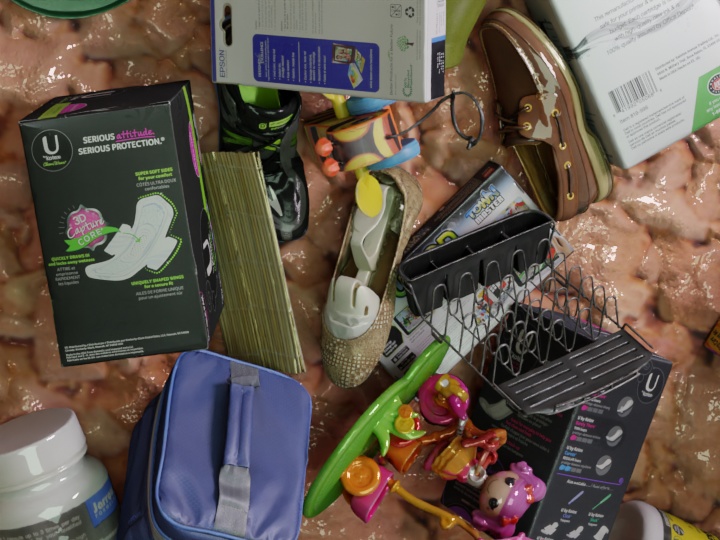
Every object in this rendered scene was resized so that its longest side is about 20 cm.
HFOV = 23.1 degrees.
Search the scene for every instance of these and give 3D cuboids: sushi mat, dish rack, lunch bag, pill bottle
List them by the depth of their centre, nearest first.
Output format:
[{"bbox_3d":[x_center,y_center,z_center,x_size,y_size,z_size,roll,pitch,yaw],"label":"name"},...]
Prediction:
[{"bbox_3d":[-0.116,0.164,1.476,0.135,0.201,0.132,17,140,-19],"label":"lunch bag"},{"bbox_3d":[0.142,0.038,1.482,0.153,0.200,0.055,-23,132,-21],"label":"dish rack"},{"bbox_3d":[-0.255,0.226,1.497,0.113,0.114,0.201,-20,106,-10],"label":"pill bottle"},{"bbox_3d":[-0.100,-0.007,1.508,0.012,0.095,0.201,-25,109,-41],"label":"sushi mat"},{"bbox_3d":[0.317,0.304,1.665,0.200,0.112,0.113,27,93,-19],"label":"pill bottle"}]

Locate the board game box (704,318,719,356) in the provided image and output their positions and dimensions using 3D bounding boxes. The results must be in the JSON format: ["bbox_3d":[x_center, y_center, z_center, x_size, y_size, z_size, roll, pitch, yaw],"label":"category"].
[{"bbox_3d":[0.481,0.052,1.611,0.199,0.200,0.200,30,92,-18],"label":"board game box"}]

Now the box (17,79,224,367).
[{"bbox_3d":[-0.189,-0.043,1.431,0.124,0.149,0.201,-7,103,2],"label":"box"}]

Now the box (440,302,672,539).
[{"bbox_3d":[0.174,0.146,1.577,0.106,0.122,0.201,14,99,-39],"label":"box"}]

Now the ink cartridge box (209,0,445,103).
[{"bbox_3d":[-0.027,-0.191,1.390,0.199,0.039,0.100,9,109,27],"label":"ink cartridge box"}]

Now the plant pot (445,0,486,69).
[{"bbox_3d":[0.039,-0.273,1.447,0.200,0.200,0.194,4,112,-16],"label":"plant pot"}]

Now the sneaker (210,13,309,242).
[{"bbox_3d":[-0.085,-0.118,1.488,0.070,0.083,0.200,-13,104,-12],"label":"sneaker"}]

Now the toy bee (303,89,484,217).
[{"bbox_3d":[-0.004,-0.116,1.443,0.108,0.200,0.131,-24,83,-27],"label":"toy bee"}]

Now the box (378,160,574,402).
[{"bbox_3d":[0.084,0.009,1.584,0.200,0.035,0.110,-43,108,-3],"label":"box"}]

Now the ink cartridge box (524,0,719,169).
[{"bbox_3d":[0.241,-0.214,1.555,0.146,0.083,0.201,-28,107,-7],"label":"ink cartridge box"}]

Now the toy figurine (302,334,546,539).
[{"bbox_3d":[0.082,0.185,1.500,0.184,0.150,0.200,37,75,13],"label":"toy figurine"}]

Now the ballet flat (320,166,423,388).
[{"bbox_3d":[0.000,0.000,1.519,0.070,0.065,0.201,7,75,24],"label":"ballet flat"}]

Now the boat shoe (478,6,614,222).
[{"bbox_3d":[0.154,-0.134,1.547,0.068,0.072,0.201,-37,110,-26],"label":"boat shoe"}]

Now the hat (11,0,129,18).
[{"bbox_3d":[-0.228,-0.273,1.369,0.199,0.176,0.166,-16,105,-11],"label":"hat"}]
